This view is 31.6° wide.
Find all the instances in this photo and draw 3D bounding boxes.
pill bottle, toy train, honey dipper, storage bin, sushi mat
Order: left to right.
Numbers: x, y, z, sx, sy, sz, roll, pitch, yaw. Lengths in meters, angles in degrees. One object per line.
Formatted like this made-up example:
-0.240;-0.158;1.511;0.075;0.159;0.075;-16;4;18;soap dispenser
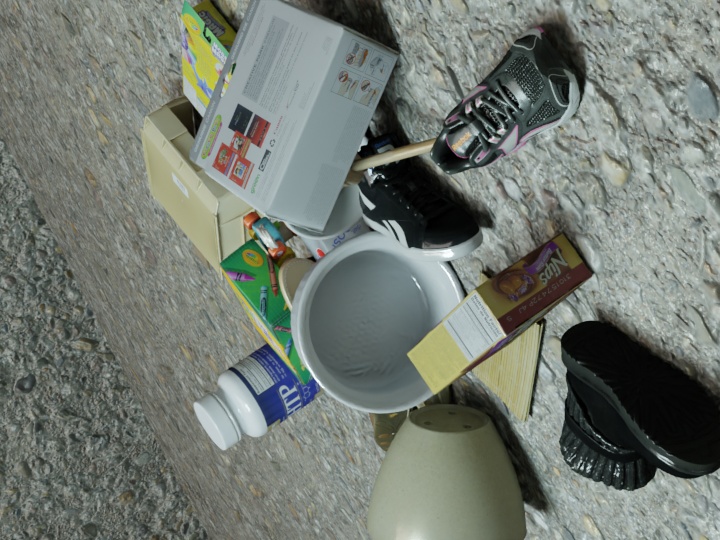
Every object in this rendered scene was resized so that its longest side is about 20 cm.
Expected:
-0.228;-0.125;1.882;0.200;0.093;0.199;49;157;23;storage bin
-0.159;0.193;2.026;0.120;0.199;0.120;46;158;26;pill bottle
-0.070;0.001;1.628;0.201;0.055;0.150;57;170;-25;toy train
0.033;-0.115;1.293;0.199;0.038;0.038;-10;114;41;honey dipper
0.161;0.086;1.411;0.096;0.012;0.201;47;157;30;sushi mat

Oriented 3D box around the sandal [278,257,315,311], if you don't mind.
-0.014;0.067;1.544;0.069;0.078;0.213;-5;124;47;sandal

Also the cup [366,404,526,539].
0.108;0.248;1.560;0.200;0.199;0.145;23;115;57;cup

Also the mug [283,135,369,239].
-0.073;-0.153;1.493;0.133;0.179;0.200;17;-168;-36;mug

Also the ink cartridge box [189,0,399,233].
-0.075;-0.169;1.323;0.083;0.201;0.175;16;-167;-42;ink cartridge box

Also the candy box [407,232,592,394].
0.133;0.046;1.250;0.057;0.116;0.200;56;154;7;candy box

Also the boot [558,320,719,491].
0.261;0.159;1.189;0.211;0.079;0.159;-130;26;-49;boot

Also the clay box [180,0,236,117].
-0.184;-0.259;1.650;0.115;0.047;0.200;51;157;17;clay box

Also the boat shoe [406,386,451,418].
0.088;0.198;1.662;0.072;0.065;0.201;35;150;45;boat shoe

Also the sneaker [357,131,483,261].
0.046;-0.084;1.344;0.200;0.073;0.113;27;143;54;sneaker

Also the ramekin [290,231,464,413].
0.015;0.058;1.455;0.202;0.200;0.098;60;167;-8;ramekin

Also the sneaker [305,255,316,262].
-0.022;0.055;1.698;0.200;0.075;0.088;37;145;34;sneaker

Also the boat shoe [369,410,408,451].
0.043;0.183;1.761;0.201;0.071;0.068;69;-169;-49;boat shoe

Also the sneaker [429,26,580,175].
0.118;-0.129;1.096;0.081;0.086;0.200;52;158;9;sneaker

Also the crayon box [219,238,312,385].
-0.106;0.057;1.661;0.119;0.058;0.200;48;170;27;crayon box

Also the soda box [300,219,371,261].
0.000;0.000;1.581;0.201;0.063;0.068;55;161;7;soda box
